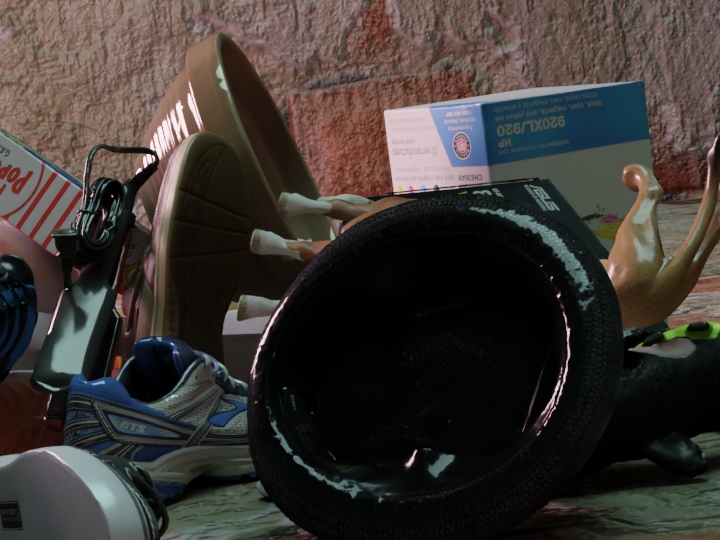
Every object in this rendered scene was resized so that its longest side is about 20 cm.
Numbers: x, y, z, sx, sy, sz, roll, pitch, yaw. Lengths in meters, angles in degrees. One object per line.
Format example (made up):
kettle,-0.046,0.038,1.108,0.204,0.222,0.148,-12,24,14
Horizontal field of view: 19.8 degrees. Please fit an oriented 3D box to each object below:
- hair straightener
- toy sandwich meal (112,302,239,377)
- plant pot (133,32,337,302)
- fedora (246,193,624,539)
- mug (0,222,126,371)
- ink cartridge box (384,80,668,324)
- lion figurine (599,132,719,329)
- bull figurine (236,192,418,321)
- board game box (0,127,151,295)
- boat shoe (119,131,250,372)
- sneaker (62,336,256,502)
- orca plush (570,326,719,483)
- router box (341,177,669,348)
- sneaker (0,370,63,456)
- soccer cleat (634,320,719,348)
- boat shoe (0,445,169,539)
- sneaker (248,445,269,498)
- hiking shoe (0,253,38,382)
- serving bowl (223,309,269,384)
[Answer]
hair straightener,-0.152,-0.005,1.206,0.040,0.077,0.201,5,50,13
toy sandwich meal,-0.167,0.066,1.569,0.203,0.071,0.205,-11,2,0
plant pot,-0.089,-0.049,1.385,0.092,0.202,0.201,-25,2,9
fedora,0.046,0.060,0.997,0.199,0.202,0.092,-3,-25,30
mug,-0.232,0.039,1.337,0.198,0.149,0.175,3,-4,3
ink cartridge box,0.121,-0.029,1.514,0.144,0.202,0.147,-10,6,-28
lion figurine,0.129,0.018,1.102,0.072,0.123,0.200,30,-40,-4
bull figurine,0.000,0.000,1.188,0.120,0.066,0.200,10,14,8
board game box,-0.202,-0.042,1.373,0.151,0.046,0.200,34,-2,21
boat shoe,-0.119,0.015,1.263,0.072,0.202,0.072,2,-4,40
sneaker,-0.094,0.078,1.177,0.076,0.086,0.199,-2,5,34
orca plush,0.159,0.086,1.074,0.199,0.071,0.106,-2,-44,-36
router box,0.086,0.019,1.308,0.148,0.063,0.200,-6,33,-18
sneaker,-0.234,0.095,1.225,0.198,0.072,0.080,-3,1,-11
soccer cleat,0.251,0.064,1.204,0.198,0.065,0.084,-9,-26,19
boat shoe,-0.123,0.112,0.949,0.066,0.071,0.200,-9,-2,-26
sneaker,-0.014,0.079,1.157,0.111,0.072,0.200,-3,6,-10
hiking shoe,-0.214,0.017,1.096,0.087,0.074,0.200,-52,-3,-17
serving bowl,-0.031,0.061,1.427,0.198,0.067,0.200,-6,4,0
